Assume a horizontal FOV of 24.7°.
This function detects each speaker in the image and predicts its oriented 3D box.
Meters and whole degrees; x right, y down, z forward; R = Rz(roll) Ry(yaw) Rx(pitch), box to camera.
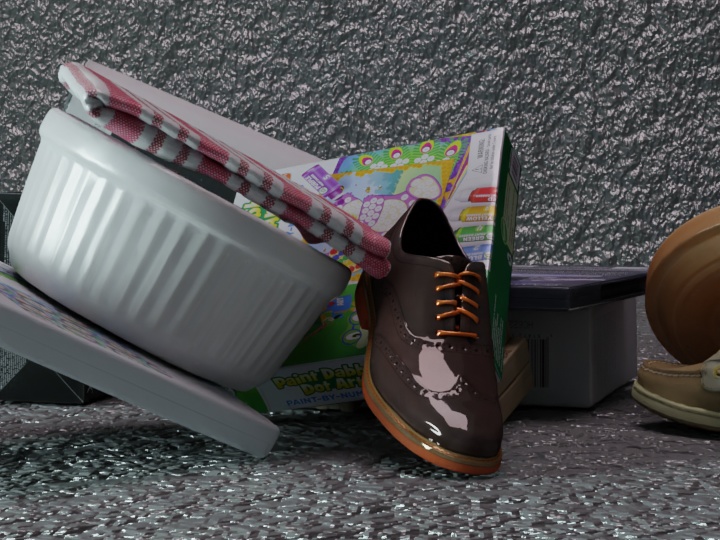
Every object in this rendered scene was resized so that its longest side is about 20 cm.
[{"bbox_3d":[-0.125,-0.081,1.213,0.200,0.081,0.081,23,-2,-10],"label":"speaker"}]

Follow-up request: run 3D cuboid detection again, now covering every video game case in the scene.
[{"bbox_3d":[-0.163,0.031,0.902,0.200,0.024,0.182,30,-2,-41],"label":"video game case"},{"bbox_3d":[0.118,0.011,1.148,0.143,0.019,0.200,1,5,30],"label":"video game case"}]

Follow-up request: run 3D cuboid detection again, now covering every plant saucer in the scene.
[{"bbox_3d":[0.283,0.027,1.060,0.200,0.032,0.200,9,-37,7],"label":"plant saucer"}]

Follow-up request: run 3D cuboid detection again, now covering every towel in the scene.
[{"bbox_3d":[-0.083,-0.058,0.949,0.200,0.030,0.146,28,2,-19],"label":"towel"}]

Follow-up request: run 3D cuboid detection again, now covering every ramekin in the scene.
[{"bbox_3d":[-0.113,-0.007,0.961,0.202,0.094,0.202,29,-1,0],"label":"ramekin"}]

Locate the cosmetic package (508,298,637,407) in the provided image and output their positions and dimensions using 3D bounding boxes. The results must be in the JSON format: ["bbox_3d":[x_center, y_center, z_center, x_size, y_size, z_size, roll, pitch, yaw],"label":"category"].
[{"bbox_3d":[0.137,0.053,1.199,0.101,0.071,0.200,0,2,17],"label":"cosmetic package"}]

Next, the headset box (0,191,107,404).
[{"bbox_3d":[-0.201,0.014,1.238,0.075,0.149,0.200,2,2,13],"label":"headset box"}]

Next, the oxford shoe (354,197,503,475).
[{"bbox_3d":[0.040,0.032,0.905,0.071,0.073,0.200,9,31,-20],"label":"oxford shoe"}]

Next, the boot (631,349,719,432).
[{"bbox_3d":[0.246,0.020,0.967,0.072,0.155,0.200,-2,3,-39],"label":"boot"}]

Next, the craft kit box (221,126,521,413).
[{"bbox_3d":[0.000,0.000,1.074,0.197,0.049,0.200,-12,41,20],"label":"craft kit box"}]

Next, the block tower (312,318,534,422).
[{"bbox_3d":[0.012,0.060,1.093,0.200,0.054,0.058,1,24,30],"label":"block tower"}]
